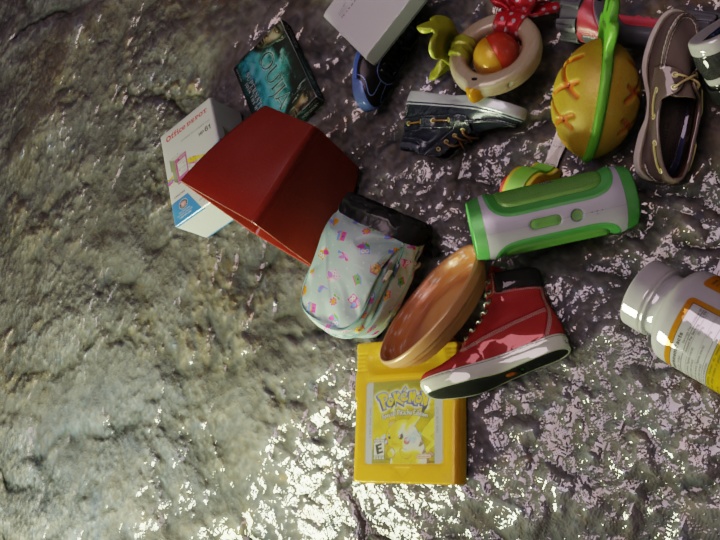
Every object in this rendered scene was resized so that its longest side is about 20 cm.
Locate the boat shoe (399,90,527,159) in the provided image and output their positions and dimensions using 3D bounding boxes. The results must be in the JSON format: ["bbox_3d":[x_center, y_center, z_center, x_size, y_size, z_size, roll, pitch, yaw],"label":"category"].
[{"bbox_3d":[0.145,-0.202,1.174,0.200,0.071,0.091,15,96,42],"label":"boat shoe"}]

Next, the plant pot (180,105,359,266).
[{"bbox_3d":[-0.120,-0.138,1.286,0.200,0.200,0.177,30,85,39],"label":"plant pot"}]

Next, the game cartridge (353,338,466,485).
[{"bbox_3d":[0.067,0.196,1.147,0.176,0.032,0.201,-10,73,35],"label":"game cartridge"}]

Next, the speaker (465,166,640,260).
[{"bbox_3d":[0.234,-0.070,1.009,0.199,0.089,0.089,-12,69,6],"label":"speaker"}]

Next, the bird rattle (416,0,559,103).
[{"bbox_3d":[0.187,-0.308,1.125,0.199,0.113,0.164,-20,57,5],"label":"bird rattle"}]

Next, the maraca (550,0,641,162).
[{"bbox_3d":[0.293,-0.233,1.008,0.106,0.137,0.201,6,114,4],"label":"maraca"}]

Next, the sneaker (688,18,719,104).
[{"bbox_3d":[0.469,-0.258,0.937,0.199,0.112,0.073,-32,22,-8],"label":"sneaker"}]

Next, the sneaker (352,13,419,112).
[{"bbox_3d":[0.046,-0.347,1.279,0.078,0.070,0.201,6,81,45],"label":"sneaker"}]

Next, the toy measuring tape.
[{"bbox_3d":[0.234,-0.137,1.081,0.073,0.073,0.201,24,94,39],"label":"toy measuring tape"}]

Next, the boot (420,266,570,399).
[{"bbox_3d":[0.158,0.077,1.075,0.199,0.072,0.145,-24,63,14],"label":"boot"}]

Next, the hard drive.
[{"bbox_3d":[0.021,-0.412,1.272,0.132,0.027,0.200,-50,38,14],"label":"hard drive"}]

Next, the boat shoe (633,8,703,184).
[{"bbox_3d":[0.369,-0.202,0.958,0.060,0.071,0.201,-131,45,-71],"label":"boat shoe"}]

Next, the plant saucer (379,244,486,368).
[{"bbox_3d":[0.102,0.053,1.091,0.200,0.037,0.200,-49,10,12],"label":"plant saucer"}]

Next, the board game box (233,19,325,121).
[{"bbox_3d":[-0.147,-0.330,1.450,0.135,0.028,0.201,-39,58,24],"label":"board game box"}]

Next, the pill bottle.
[{"bbox_3d":[0.388,0.069,0.882,0.200,0.111,0.111,35,100,38],"label":"pill bottle"}]

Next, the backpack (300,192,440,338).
[{"bbox_3d":[0.000,0.000,1.190,0.166,0.126,0.201,28,99,35],"label":"backpack"}]

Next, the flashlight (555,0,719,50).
[{"bbox_3d":[0.352,-0.314,1.042,0.199,0.068,0.068,18,129,36],"label":"flashlight"}]

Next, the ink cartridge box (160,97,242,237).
[{"bbox_3d":[-0.274,-0.185,1.474,0.144,0.084,0.201,-30,61,29],"label":"ink cartridge box"}]
